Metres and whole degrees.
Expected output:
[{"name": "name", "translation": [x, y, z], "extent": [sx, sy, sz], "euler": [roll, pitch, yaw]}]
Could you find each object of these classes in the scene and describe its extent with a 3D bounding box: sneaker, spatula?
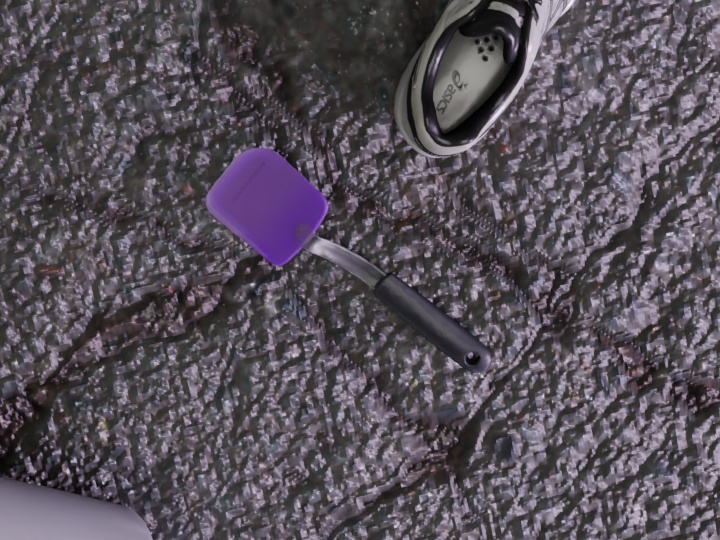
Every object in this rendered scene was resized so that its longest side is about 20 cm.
[{"name": "sneaker", "translation": [0.087, -0.150, 0.867], "extent": [0.075, 0.088, 0.201], "euler": [24, 99, -7]}, {"name": "spatula", "translation": [0.000, 0.000, 0.928], "extent": [0.199, 0.021, 0.057], "euler": [35, 111, -13]}]

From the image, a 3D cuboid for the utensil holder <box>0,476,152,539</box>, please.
[{"name": "utensil holder", "translation": [-0.232, 0.190, 0.854], "extent": [0.199, 0.170, 0.171], "euler": [17, 102, -30]}]
